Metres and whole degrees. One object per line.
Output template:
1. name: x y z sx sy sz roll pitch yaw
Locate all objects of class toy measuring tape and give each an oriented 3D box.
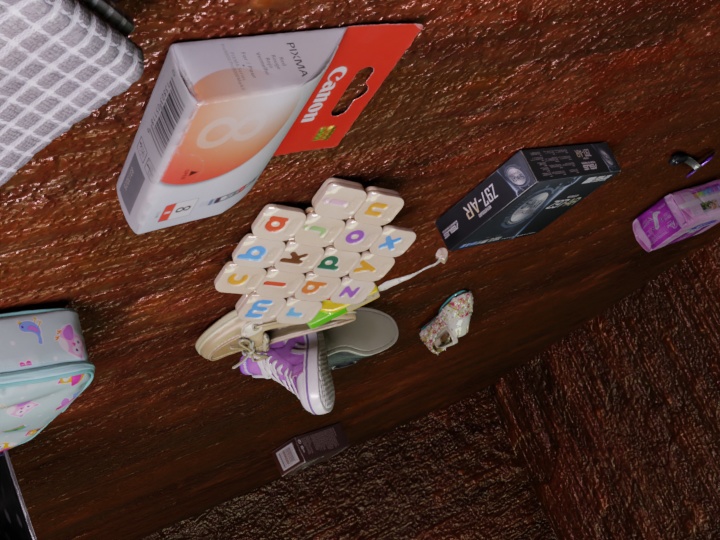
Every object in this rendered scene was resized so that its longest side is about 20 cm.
1. toy measuring tape: 0.000 0.000 1.027 0.197 0.075 0.074 -26 165 -1

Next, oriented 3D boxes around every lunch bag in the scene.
1. lunch bag: -0.340 0.111 0.793 0.199 0.078 0.159 -38 162 36

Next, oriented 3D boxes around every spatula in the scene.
1. spatula: 0.527 -0.174 1.451 0.056 0.021 0.198 -43 158 29

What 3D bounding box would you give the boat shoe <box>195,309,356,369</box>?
1. boat shoe: -0.101 0.066 1.086 0.197 0.064 0.073 -24 166 -8

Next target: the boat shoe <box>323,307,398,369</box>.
1. boat shoe: -0.037 0.108 1.318 0.196 0.076 0.066 -16 165 -34

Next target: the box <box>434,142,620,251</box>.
1. box: 0.211 -0.093 1.129 0.198 0.044 0.160 -11 159 -45

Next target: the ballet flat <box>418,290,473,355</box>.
1. ballet flat: 0.168 0.100 1.668 0.074 0.065 0.200 -19 163 -22

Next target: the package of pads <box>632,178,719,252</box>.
1. package of pads: 0.627 -0.108 1.739 0.197 0.077 0.121 -17 161 -34

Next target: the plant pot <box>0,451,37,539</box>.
1. plant pot: -0.467 0.292 0.984 0.196 0.204 0.177 -19 175 -25

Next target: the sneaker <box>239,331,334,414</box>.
1. sneaker: -0.095 0.128 1.131 0.112 0.074 0.201 -18 -156 0

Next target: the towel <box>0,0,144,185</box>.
1. towel: -0.200 -0.082 0.372 0.198 0.087 0.165 -30 166 11

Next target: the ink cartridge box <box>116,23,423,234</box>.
1. ink cartridge box: -0.059 -0.098 0.635 0.197 0.051 0.162 -13 160 -33

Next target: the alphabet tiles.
1. alphabet tiles: -0.043 -0.014 0.908 0.193 0.015 0.201 6 137 -40

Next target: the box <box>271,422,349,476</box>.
1. box: -0.129 0.470 2.381 0.100 0.076 0.198 -36 164 32
